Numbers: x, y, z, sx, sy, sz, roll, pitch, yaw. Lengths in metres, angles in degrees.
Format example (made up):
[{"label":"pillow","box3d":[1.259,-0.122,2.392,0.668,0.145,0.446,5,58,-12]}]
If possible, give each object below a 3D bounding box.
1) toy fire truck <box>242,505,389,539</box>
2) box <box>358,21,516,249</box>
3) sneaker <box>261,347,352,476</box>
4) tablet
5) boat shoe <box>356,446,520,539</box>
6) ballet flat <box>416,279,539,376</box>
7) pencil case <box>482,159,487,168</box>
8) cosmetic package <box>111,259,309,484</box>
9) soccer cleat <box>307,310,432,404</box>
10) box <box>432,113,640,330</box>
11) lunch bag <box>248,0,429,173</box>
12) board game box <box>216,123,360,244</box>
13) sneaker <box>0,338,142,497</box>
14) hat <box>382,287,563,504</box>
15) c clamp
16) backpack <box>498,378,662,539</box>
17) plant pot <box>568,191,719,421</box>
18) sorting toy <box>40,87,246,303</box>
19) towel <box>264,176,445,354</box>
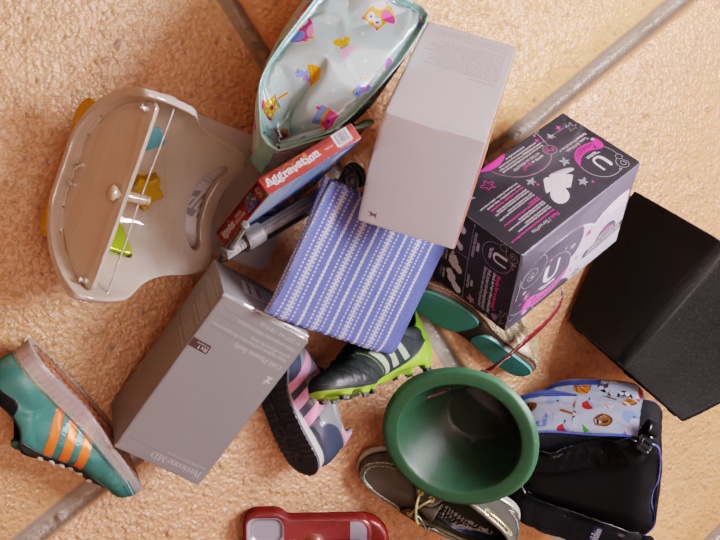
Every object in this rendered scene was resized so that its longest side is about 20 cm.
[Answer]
[{"label":"toy fire truck","box3d":[-0.050,0.359,1.335,0.168,0.112,0.200,1,101,-2]},{"label":"box","box3d":[0.077,-0.134,1.153,0.097,0.200,0.124,18,128,5]},{"label":"sneaker","box3d":[-0.067,0.116,1.296,0.082,0.070,0.200,-32,113,-43]},{"label":"tablet","box3d":[-0.162,-0.089,1.224,0.200,0.014,0.130,20,92,-28]},{"label":"boat shoe","box3d":[0.088,0.262,1.359,0.202,0.060,0.072,24,116,-4]},{"label":"ballet flat","box3d":[0.134,0.050,1.382,0.200,0.070,0.065,38,57,-30]},{"label":"pencil case","box3d":[0.055,-0.060,1.298,0.088,0.088,0.200,35,83,-28]},{"label":"cosmetic package","box3d":[-0.154,0.103,1.195,0.107,0.090,0.200,28,104,-24]},{"label":"soccer cleat","box3d":[0.006,0.091,1.289,0.200,0.068,0.081,-15,88,-53]},{"label":"box","box3d":[0.191,-0.053,1.303,0.200,0.115,0.132,-35,149,-28]},{"label":"lunch bag","box3d":[-0.037,-0.182,1.167,0.122,0.170,0.200,34,83,-7]},{"label":"board game box","box3d":[-0.072,-0.078,1.129,0.103,0.200,0.019,-33,89,-21]},{"label":"sneaker","box3d":[-0.297,0.161,1.184,0.080,0.071,0.200,-36,114,-3]},{"label":"hat","box3d":[0.144,0.147,1.357,0.166,0.200,0.176,69,25,-14]},{"label":"c clamp","box3d":[-0.064,-0.055,1.184,0.200,0.171,0.027,-33,89,-31]},{"label":"backpack","box3d":[0.251,0.215,1.400,0.190,0.154,0.200,1,123,8]},{"label":"plant pot","box3d":[0.372,0.055,1.431,0.200,0.200,0.177,40,95,-28]},{"label":"sorting toy","box3d":[-0.194,-0.070,1.155,0.180,0.107,0.200,13,102,-47]},{"label":"towel","box3d":[0.000,0.000,1.194,0.200,0.024,0.145,22,93,-48]}]
